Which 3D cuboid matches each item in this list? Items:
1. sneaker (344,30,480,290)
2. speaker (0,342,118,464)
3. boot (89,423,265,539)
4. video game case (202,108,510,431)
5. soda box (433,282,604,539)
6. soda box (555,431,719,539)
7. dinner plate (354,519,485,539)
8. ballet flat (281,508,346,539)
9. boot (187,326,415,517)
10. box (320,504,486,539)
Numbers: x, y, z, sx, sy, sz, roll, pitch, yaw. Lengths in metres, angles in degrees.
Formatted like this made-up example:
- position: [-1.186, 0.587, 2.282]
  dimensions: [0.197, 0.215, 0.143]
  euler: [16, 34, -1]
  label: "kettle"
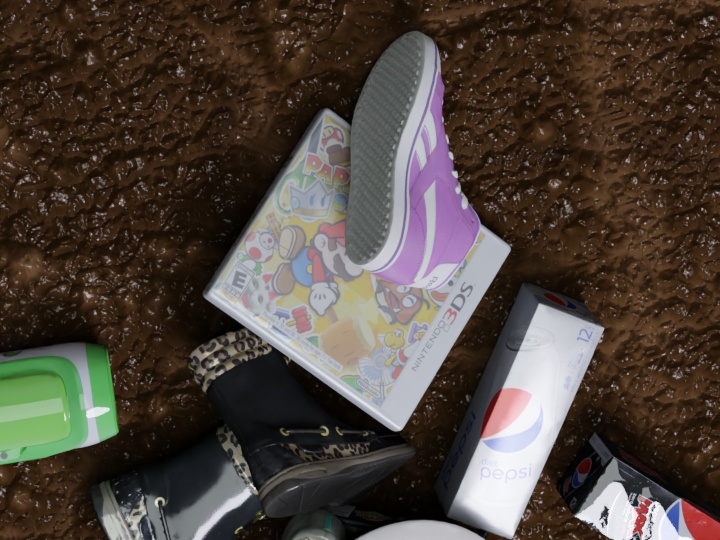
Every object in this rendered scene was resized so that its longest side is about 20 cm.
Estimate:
- position: [0.051, -0.083, 1.653]
  dimensions: [0.114, 0.072, 0.202]
  euler: [20, 74, -39]
  label: "sneaker"
- position: [-0.297, 0.111, 1.654]
  dimensions: [0.198, 0.088, 0.089]
  euler: [-8, 106, -6]
  label: "speaker"
- position: [-0.116, 0.230, 1.721]
  dimensions: [0.153, 0.073, 0.204]
  euler: [-30, 110, -3]
  label: "boot"
- position: [0.000, 0.000, 1.669]
  dimensions: [0.200, 0.023, 0.183]
  euler: [36, 77, -16]
  label: "video game case"
- position: [0.131, 0.117, 1.728]
  dimensions: [0.063, 0.068, 0.201]
  euler: [20, 102, -13]
  label: "soda box"
- position: [0.269, 0.222, 1.776]
  dimensions: [0.199, 0.071, 0.064]
  euler: [32, 98, -15]
  label: "soda box"
- position: [0.042, 0.301, 1.681]
  dimensions: [0.199, 0.024, 0.202]
  euler: [-4, 107, -13]
  label: "dinner plate"
- position: [-0.066, 0.291, 1.697]
  dimensions: [0.067, 0.064, 0.201]
  euler: [19, 103, -7]
  label: "ballet flat"
- position: [-0.048, 0.118, 1.682]
  dimensions: [0.073, 0.200, 0.151]
  euler: [-45, 70, 29]
  label: "boot"
- position: [0.016, 0.304, 1.746]
  dimensions: [0.158, 0.046, 0.201]
  euler: [10, 105, 12]
  label: "box"
